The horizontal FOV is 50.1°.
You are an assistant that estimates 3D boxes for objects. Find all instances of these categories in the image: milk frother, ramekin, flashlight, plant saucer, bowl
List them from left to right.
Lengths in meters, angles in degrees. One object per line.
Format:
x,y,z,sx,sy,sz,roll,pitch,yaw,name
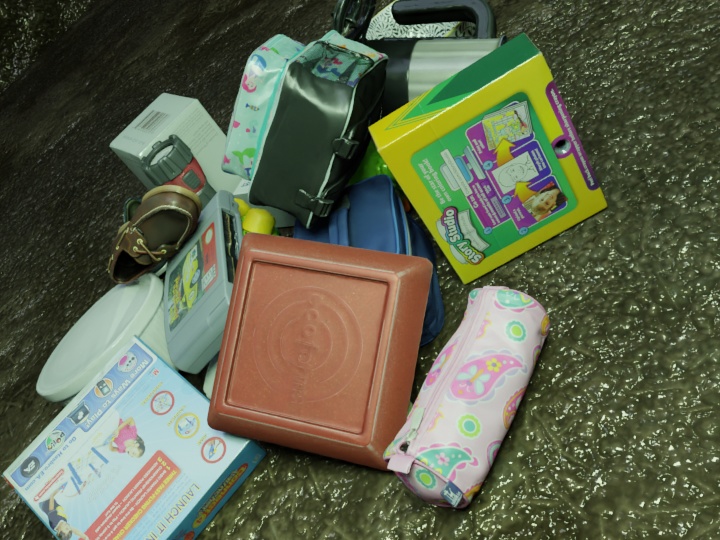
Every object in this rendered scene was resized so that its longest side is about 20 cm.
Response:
-0.302,0.104,0.977,0.202,0.094,0.203,-34,27,19,ramekin
-0.209,-0.089,1.040,0.068,0.200,0.068,-21,40,21,flashlight
-0.047,0.071,0.726,0.199,0.037,0.200,9,85,17,plant saucer
0.076,-0.261,0.932,0.187,0.181,0.200,4,8,18,milk frother
0.095,-0.328,1.133,0.200,0.094,0.201,-23,39,20,bowl

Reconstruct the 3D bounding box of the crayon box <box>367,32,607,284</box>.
0.132,-0.103,0.775,0.172,0.200,0.058,-29,37,11,crayon box

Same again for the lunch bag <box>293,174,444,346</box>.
0.000,0.000,0.830,0.136,0.132,0.200,-25,38,17,lunch bag

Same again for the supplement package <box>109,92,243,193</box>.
-0.241,-0.141,1.122,0.117,0.200,0.117,-49,38,-16,supplement package

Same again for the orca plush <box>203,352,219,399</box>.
-0.109,0.072,0.873,0.105,0.071,0.201,37,114,40,orca plush

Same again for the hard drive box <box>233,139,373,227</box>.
-0.066,-0.161,1.104,0.155,0.077,0.200,-4,49,38,hard drive box

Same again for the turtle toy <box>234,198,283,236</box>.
-0.127,0.001,0.954,0.200,0.101,0.146,25,90,55,turtle toy

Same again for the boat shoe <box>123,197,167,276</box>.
-0.345,-0.057,1.235,0.075,0.062,0.200,-32,37,4,boat shoe

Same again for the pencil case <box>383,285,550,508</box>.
0.095,0.108,0.678,0.087,0.088,0.200,7,54,43,pencil case

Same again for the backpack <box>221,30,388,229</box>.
-0.051,-0.164,0.825,0.150,0.178,0.200,27,37,6,backpack

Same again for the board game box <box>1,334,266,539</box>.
-0.237,0.203,0.811,0.196,0.056,0.200,35,74,26,board game box

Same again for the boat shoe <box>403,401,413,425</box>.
-0.045,0.138,0.767,0.199,0.076,0.072,-10,44,32,boat shoe

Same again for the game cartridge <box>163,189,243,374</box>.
-0.183,0.014,0.899,0.133,0.041,0.200,-49,37,30,game cartridge

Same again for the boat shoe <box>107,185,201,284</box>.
-0.253,-0.036,0.933,0.200,0.070,0.071,-32,39,52,boat shoe

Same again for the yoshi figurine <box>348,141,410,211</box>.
0.045,-0.135,0.931,0.200,0.112,0.112,-22,67,33,yoshi figurine
